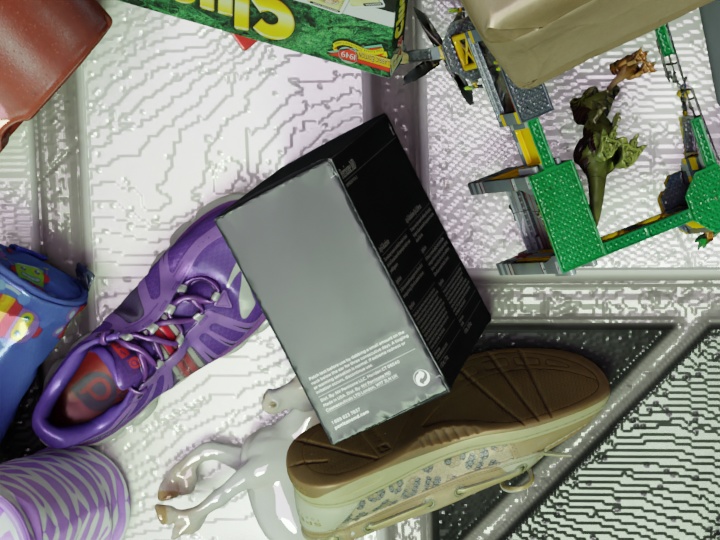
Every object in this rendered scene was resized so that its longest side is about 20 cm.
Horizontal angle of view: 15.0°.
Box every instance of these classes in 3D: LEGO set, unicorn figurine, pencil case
[{"bbox_3d":[0.120,-0.085,1.568,0.153,0.116,0.201,-31,99,-16],"label":"LEGO set"},{"bbox_3d":[-0.051,0.138,1.643,0.137,0.074,0.201,-22,110,3],"label":"unicorn figurine"},{"bbox_3d":[-0.239,0.073,1.650,0.078,0.087,0.201,26,105,-15],"label":"pencil case"},{"bbox_3d":[-0.197,0.154,1.599,0.083,0.200,0.086,-3,94,16],"label":"pencil case"}]

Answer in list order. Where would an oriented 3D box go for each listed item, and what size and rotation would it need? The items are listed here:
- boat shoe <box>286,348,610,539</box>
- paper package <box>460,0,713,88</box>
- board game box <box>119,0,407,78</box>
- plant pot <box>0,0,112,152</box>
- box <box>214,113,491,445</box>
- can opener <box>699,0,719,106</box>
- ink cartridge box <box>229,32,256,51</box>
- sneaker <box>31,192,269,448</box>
[{"bbox_3d":[0.052,0.102,1.601,0.199,0.073,0.063,-16,129,-12],"label":"boat shoe"},{"bbox_3d":[0.116,-0.226,1.456,0.190,0.104,0.201,-26,68,2],"label":"paper package"},{"bbox_3d":[-0.070,-0.174,1.482,0.199,0.024,0.105,16,139,12],"label":"board game box"},{"bbox_3d":[-0.260,-0.155,1.566,0.195,0.201,0.201,43,104,-9],"label":"plant pot"},{"bbox_3d":[0.000,0.000,1.536,0.079,0.200,0.142,-24,95,13],"label":"box"},{"bbox_3d":[0.194,-0.189,1.557,0.067,0.053,0.201,-4,102,42],"label":"can opener"},{"bbox_3d":[-0.043,-0.254,1.539,0.200,0.045,0.176,-39,92,-11],"label":"ink cartridge box"},{"bbox_3d":[-0.117,0.040,1.623,0.081,0.083,0.200,44,103,-1],"label":"sneaker"}]
